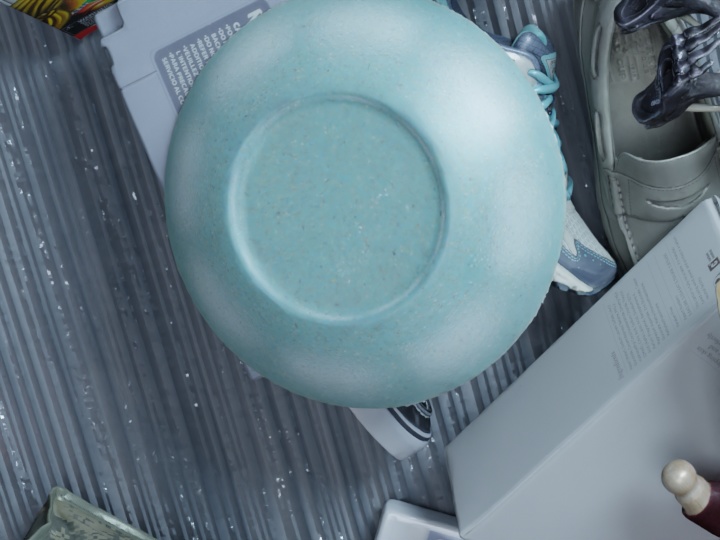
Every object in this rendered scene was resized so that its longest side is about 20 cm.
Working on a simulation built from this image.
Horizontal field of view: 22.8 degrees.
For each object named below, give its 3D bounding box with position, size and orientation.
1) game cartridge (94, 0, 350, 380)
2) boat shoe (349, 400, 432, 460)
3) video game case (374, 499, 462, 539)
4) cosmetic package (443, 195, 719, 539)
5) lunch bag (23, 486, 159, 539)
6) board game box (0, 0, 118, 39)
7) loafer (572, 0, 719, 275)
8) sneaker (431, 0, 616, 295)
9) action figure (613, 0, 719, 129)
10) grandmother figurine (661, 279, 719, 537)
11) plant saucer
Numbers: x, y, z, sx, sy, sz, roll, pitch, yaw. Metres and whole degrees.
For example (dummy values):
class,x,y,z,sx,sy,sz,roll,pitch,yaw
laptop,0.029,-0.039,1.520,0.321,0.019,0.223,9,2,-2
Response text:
class,x,y,z,sx,sy,sz,roll,pitch,yaw
game cartridge,-0.036,-0.061,0.874,0.133,0.042,0.201,-23,90,14
boat shoe,0.000,0.000,0.929,0.068,0.072,0.201,-25,92,11
video game case,0.086,0.239,0.996,0.199,0.023,0.183,16,104,1
cosmetic package,0.149,0.076,0.897,0.113,0.081,0.200,37,114,-24
lunch bag,-0.121,0.240,0.964,0.199,0.118,0.165,28,103,-5
board game box,-0.083,-0.184,0.861,0.199,0.126,0.035,-28,81,11
loafer,0.150,-0.056,0.897,0.070,0.070,0.201,-17,105,5
sneaker,0.073,-0.076,0.900,0.086,0.078,0.200,-39,97,8
action figure,0.213,-0.077,0.839,0.200,0.119,0.102,26,142,-36
grandmother figurine,0.201,0.091,0.829,0.121,0.061,0.201,-9,124,8
plant saucer,-0.006,-0.031,0.830,0.200,0.039,0.202,2,97,16
